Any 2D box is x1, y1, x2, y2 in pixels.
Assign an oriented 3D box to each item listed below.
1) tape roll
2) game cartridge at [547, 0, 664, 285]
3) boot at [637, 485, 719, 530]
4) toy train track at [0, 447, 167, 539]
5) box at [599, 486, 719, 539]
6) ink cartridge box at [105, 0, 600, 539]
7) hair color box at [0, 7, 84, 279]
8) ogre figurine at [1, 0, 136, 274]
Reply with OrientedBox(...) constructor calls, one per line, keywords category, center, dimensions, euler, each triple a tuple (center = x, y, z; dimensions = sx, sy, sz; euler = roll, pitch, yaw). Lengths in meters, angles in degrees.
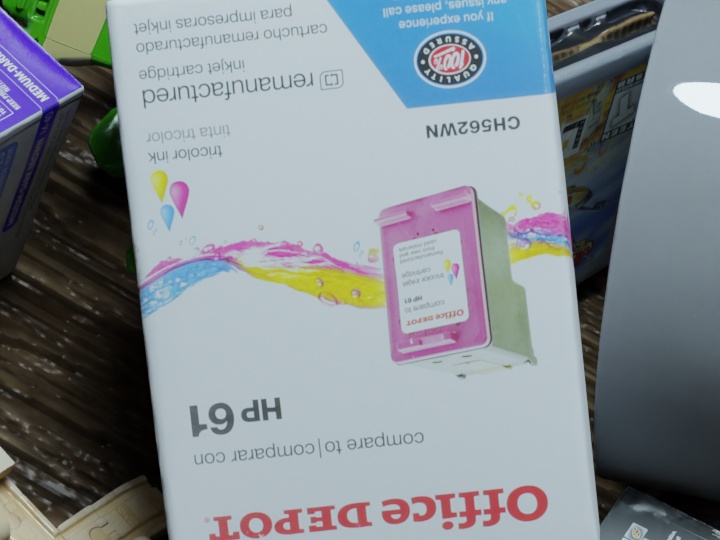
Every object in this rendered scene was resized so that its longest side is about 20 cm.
OrientedBox(category="tape roll", center=(0.137, -0.016, 0.855), dimensions=(0.066, 0.200, 0.200), euler=(10, 43, 13))
OrientedBox(category="game cartridge", center=(0.066, -0.038, 0.932), dimensions=(0.200, 0.133, 0.042), euler=(-25, 48, -37))
OrientedBox(category="boot", center=(0.182, 0.167, 0.851), dimensions=(0.186, 0.064, 0.200), euler=(9, 43, 0))
OrientedBox(category="toy train track", center=(-0.073, 0.125, 0.794), dimensions=(0.200, 0.033, 0.115), euler=(44, 47, 15))
OrientedBox(category="box", center=(0.108, 0.184, 0.761), dimensions=(0.160, 0.044, 0.200), euler=(25, 54, 21))
OrientedBox(category="ink cartridge box", center=(0.000, 0.000, 0.792), dimensions=(0.144, 0.200, 0.085), euler=(-6, 7, 2))
OrientedBox(category="hair color box", center=(-0.194, -0.008, 0.804), dimensions=(0.065, 0.109, 0.200), euler=(43, 47, 14))
OrientedBox(category="ogre figurine", center=(-0.065, -0.062, 0.900), dimensions=(0.200, 0.098, 0.120), euler=(48, 13, 9))
